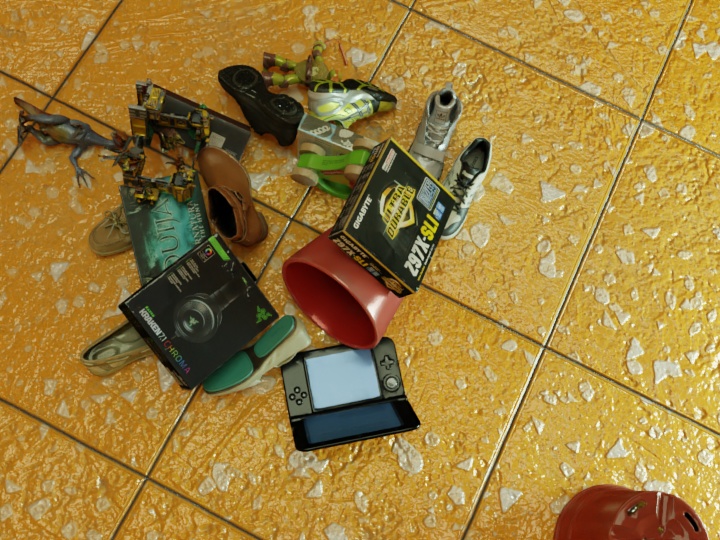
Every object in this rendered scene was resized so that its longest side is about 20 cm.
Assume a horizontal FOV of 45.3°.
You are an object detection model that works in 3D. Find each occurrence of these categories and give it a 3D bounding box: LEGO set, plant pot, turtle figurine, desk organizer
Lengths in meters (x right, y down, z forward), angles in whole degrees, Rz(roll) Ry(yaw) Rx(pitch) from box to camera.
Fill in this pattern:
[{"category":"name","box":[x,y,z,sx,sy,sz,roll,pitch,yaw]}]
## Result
[{"category":"LEGO set","box":[-0.321,-0.219,1.407,0.152,0.116,0.201,17,60,0]},{"category":"plant pot","box":[0.000,0.000,1.428,0.200,0.201,0.177,38,62,9]},{"category":"turtle figurine","box":[-0.102,-0.353,1.593,0.160,0.064,0.202,3,72,-3]},{"category":"plant pot","box":[0.415,0.417,1.306,0.199,0.195,0.203,1,71,-4]},{"category":"desk organizer","box":[-0.298,-0.260,1.539,0.199,0.077,0.072,23,104,-13]}]

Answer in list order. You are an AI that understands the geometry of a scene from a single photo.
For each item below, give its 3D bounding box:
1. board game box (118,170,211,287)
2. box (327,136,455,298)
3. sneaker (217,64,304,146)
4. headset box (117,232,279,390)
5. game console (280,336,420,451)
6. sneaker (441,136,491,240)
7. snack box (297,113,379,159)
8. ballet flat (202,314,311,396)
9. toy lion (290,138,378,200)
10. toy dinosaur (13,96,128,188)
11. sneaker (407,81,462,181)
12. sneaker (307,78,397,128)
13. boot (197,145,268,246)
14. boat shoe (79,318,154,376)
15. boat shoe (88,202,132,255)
[{"category":"board game box","box":[-0.319,-0.057,1.454,0.134,0.028,0.202,-14,93,-17]},{"category":"box","box":[0.054,-0.083,1.355,0.160,0.049,0.201,41,55,-23]},{"category":"sneaker","box":[-0.187,-0.294,1.550,0.076,0.091,0.200,-32,63,-34]},{"category":"headset box","box":[-0.254,0.062,1.391,0.200,0.093,0.175,-39,100,-22]},{"category":"game console","box":[-0.021,0.194,1.388,0.198,0.117,0.178,-9,72,-8]},{"category":"sneaker","box":[0.175,-0.152,1.536,0.075,0.088,0.201,24,73,2]},{"category":"snack box","box":[-0.015,-0.200,1.521,0.198,0.116,0.037,22,71,3]},{"category":"ballet flat","box":[-0.165,0.151,1.412,0.199,0.069,0.070,-35,76,8]},{"category":"toy lion","box":[0.008,-0.150,1.490,0.199,0.191,0.069,4,69,40]},{"category":"toy dinosaur","box":[-0.506,-0.254,1.522,0.180,0.105,0.201,-4,58,-27]},{"category":"sneaker","box":[0.129,-0.239,1.546,0.074,0.115,0.202,18,71,2]},{"category":"sneaker","box":[-0.019,-0.300,1.562,0.199,0.077,0.075,-6,31,-39]},{"category":"boot","box":[-0.234,-0.128,1.448,0.076,0.155,0.201,-27,86,12]},{"category":"boat shoe","box":[-0.363,0.104,1.419,0.199,0.063,0.074,-27,75,-12]},{"category":"boat shoe","box":[-0.382,-0.099,1.486,0.199,0.063,0.073,-36,77,-15]}]
